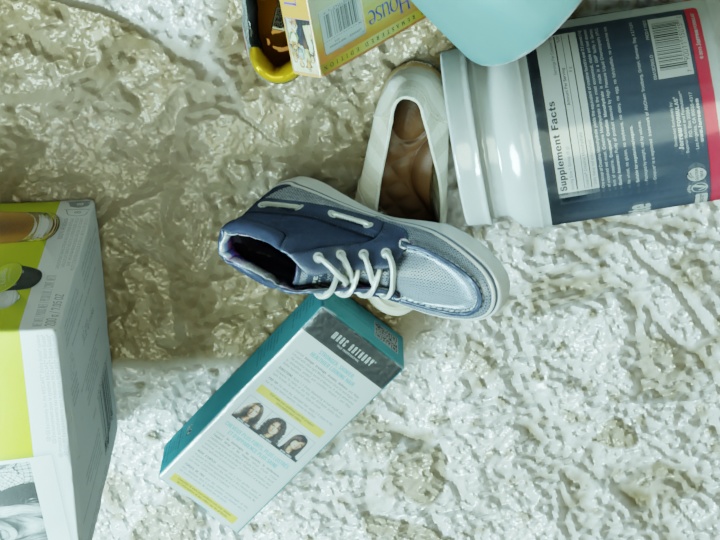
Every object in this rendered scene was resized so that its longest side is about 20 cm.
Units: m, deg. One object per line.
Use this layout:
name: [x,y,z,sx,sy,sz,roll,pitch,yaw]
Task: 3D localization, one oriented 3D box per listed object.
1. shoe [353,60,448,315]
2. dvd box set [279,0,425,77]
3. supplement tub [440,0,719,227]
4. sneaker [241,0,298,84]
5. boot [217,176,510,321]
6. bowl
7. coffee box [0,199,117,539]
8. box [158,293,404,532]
shoe: [0.028,-0.051,1.505,0.070,0.053,0.200,4,117,-1]
dvd box set: [-0.006,-0.246,1.367,0.029,0.146,0.200,13,126,39]
supplement tub: [0.163,-0.106,1.427,0.200,0.140,0.140,-8,116,6]
sneaker: [-0.040,-0.219,1.406,0.078,0.082,0.200,5,116,-1]
boot: [0.000,0.000,1.465,0.200,0.090,0.073,20,125,24]
bowl: [0.076,-0.242,1.316,0.105,0.201,0.201,22,116,-25]
coffee box: [-0.292,0.082,1.496,0.198,0.200,0.200,-1,117,2]
box: [-0.062,0.105,1.588,0.082,0.049,0.200,38,111,-17]
